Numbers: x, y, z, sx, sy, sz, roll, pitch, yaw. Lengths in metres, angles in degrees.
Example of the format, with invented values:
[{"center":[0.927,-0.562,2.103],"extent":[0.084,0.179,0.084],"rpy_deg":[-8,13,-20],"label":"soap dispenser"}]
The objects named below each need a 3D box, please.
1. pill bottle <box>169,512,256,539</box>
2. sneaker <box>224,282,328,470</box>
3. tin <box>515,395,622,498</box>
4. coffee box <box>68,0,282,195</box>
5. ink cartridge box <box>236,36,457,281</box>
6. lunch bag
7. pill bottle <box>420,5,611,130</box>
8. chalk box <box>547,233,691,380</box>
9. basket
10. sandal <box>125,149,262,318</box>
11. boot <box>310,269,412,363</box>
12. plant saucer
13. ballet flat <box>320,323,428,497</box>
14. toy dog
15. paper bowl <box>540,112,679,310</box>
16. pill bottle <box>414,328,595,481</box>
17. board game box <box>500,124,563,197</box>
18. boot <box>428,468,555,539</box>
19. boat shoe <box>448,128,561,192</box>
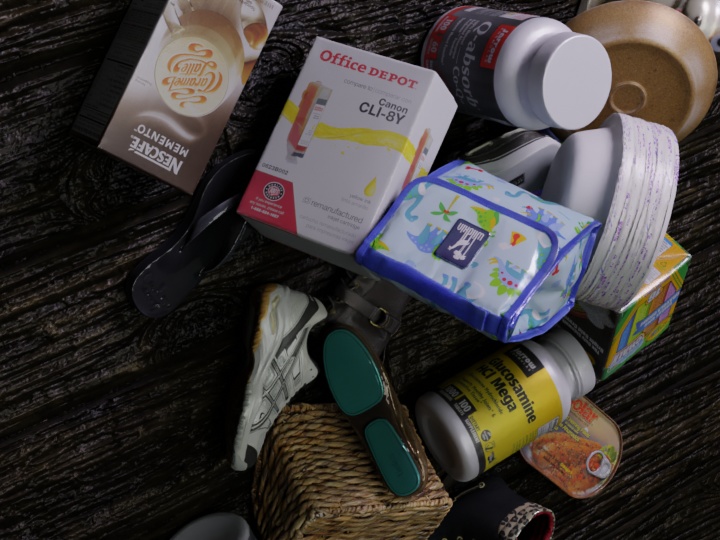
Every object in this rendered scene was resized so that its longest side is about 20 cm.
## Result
[{"center":[-0.132,0.366,1.462],"extent":[0.106,0.106,0.201],"rpy_deg":[-34,121,-22],"label":"pill bottle"},{"center":[-0.086,0.118,1.427],"extent":[0.087,0.076,0.202],"rpy_deg":[11,99,-20],"label":"sneaker"},{"center":[0.257,0.210,1.725],"extent":[0.200,0.042,0.112],"rpy_deg":[40,84,-35],"label":"tin"},{"center":[-0.173,-0.188,1.281],"extent":[0.114,0.080,0.201],"rpy_deg":[26,89,-36],"label":"coffee box"},{"center":[-0.013,-0.113,1.352],"extent":[0.202,0.144,0.083],"rpy_deg":[-66,156,-9],"label":"ink cartridge box"},{"center":[0.112,-0.012,1.308],"extent":[0.200,0.169,0.128],"rpy_deg":[-33,142,-51],"label":"lunch bag"},{"center":[0.162,-0.211,1.429],"extent":[0.115,0.199,0.117],"rpy_deg":[-10,109,-31],"label":"pill bottle"},{"center":[0.292,0.033,1.620],"extent":[0.124,0.125,0.201],"rpy_deg":[-35,153,-21],"label":"chalk box"},{"center":[-0.025,0.246,1.527],"extent":[0.198,0.150,0.143],"rpy_deg":[1,136,-35],"label":"basket"},{"center":[-0.151,-0.032,1.367],"extent":[0.201,0.043,0.076],"rpy_deg":[-53,126,-10],"label":"sandal"},{"center":[0.000,0.000,1.469],"extent":[0.200,0.069,0.174],"rpy_deg":[41,87,-29],"label":"boot"},{"center":[0.289,-0.195,1.482],"extent":[0.198,0.036,0.202],"rpy_deg":[3,128,3],"label":"plant saucer"},{"center":[0.020,0.146,1.468],"extent":[0.067,0.072,0.201],"rpy_deg":[-30,89,18],"label":"ballet flat"},{"center":[0.351,-0.276,1.540],"extent":[0.193,0.199,0.141],"rpy_deg":[22,92,-36],"label":"toy dog"},{"center":[0.250,-0.066,1.436],"extent":[0.103,0.201,0.203],"rpy_deg":[14,97,-5],"label":"paper bowl"},{"center":[0.171,0.151,1.592],"extent":[0.199,0.112,0.113],"rpy_deg":[-29,119,-19],"label":"pill bottle"},{"center":[0.261,-0.152,1.585],"extent":[0.198,0.045,0.136],"rpy_deg":[-12,109,-18],"label":"board game box"},{"center":[0.120,0.324,1.591],"extent":[0.204,0.153,0.074],"rpy_deg":[-48,125,-13],"label":"boot"},{"center":[0.128,-0.100,1.474],"extent":[0.199,0.064,0.071],"rpy_deg":[-24,133,-28],"label":"boat shoe"}]
